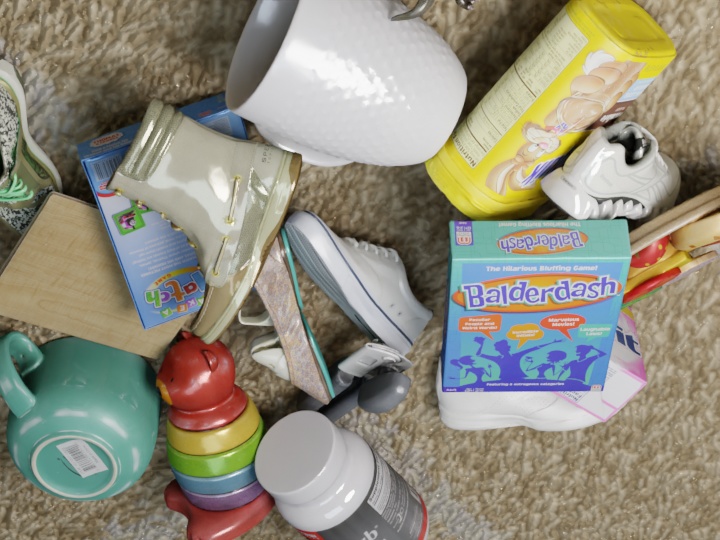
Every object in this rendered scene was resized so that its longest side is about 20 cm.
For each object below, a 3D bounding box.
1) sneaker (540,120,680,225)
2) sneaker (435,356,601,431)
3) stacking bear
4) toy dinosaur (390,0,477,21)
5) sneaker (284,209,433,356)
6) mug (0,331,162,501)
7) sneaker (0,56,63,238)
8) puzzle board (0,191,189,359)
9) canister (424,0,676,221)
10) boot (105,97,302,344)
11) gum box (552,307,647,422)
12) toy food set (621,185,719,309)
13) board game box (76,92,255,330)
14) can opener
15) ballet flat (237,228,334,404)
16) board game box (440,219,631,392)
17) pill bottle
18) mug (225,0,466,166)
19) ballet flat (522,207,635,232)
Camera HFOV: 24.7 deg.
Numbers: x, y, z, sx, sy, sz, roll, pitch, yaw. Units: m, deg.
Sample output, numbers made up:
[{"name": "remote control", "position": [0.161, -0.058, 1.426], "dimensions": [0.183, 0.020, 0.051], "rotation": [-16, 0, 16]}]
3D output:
[{"name": "sneaker", "position": [0.238, -0.090, 1.447], "dimensions": [0.075, 0.200, 0.081], "rotation": [41, 116, 22]}, {"name": "sneaker", "position": [0.174, 0.110, 1.665], "dimensions": [0.198, 0.075, 0.089], "rotation": [-6, 116, 7]}, {"name": "stacking bear", "position": [-0.155, 0.160, 1.683], "dimensions": [0.113, 0.121, 0.201], "rotation": [-20, 120, -18]}, {"name": "toy dinosaur", "position": [0.094, -0.282, 1.347], "dimensions": [0.199, 0.077, 0.102], "rotation": [-33, 119, 6]}, {"name": "sneaker", "position": [0.000, 0.000, 1.582], "dimensions": [0.071, 0.073, 0.200], "rotation": [-49, 129, -13]}, {"name": "mug", "position": [-0.298, 0.157, 1.675], "dimensions": [0.184, 0.115, 0.153], "rotation": [13, 127, -9]}, {"name": "sneaker", "position": [-0.329, -0.092, 1.498], "dimensions": [0.076, 0.089, 0.201], "rotation": [-8, 130, 9]}, {"name": "puzzle board", "position": [-0.245, 0.006, 1.590], "dimensions": [0.199, 0.017, 0.151], "rotation": [19, 122, -33]}, {"name": "canister", "position": [0.166, -0.141, 1.421], "dimensions": [0.087, 0.148, 0.200], "rotation": [50, 119, 16]}, {"name": "boot", "position": [-0.154, -0.043, 1.456], "dimensions": [0.154, 0.072, 0.201], "rotation": [22, 116, -8]}, {"name": "gum box", "position": [0.184, 0.051, 1.586], "dimensions": [0.199, 0.114, 0.066], "rotation": [30, 123, -20]}, {"name": "toy food set", "position": [0.291, -0.023, 1.502], "dimensions": [0.199, 0.198, 0.049], "rotation": [-30, 80, 13]}, {"name": "board game box", "position": [-0.162, -0.053, 1.534], "dimensions": [0.150, 0.037, 0.201], "rotation": [-20, 126, -7]}, {"name": "can opener", "position": [-0.011, 0.117, 1.631], "dimensions": [0.052, 0.067, 0.200], "rotation": [24, 155, -16]}, {"name": "ballet flat", "position": [-0.080, 0.049, 1.575], "dimensions": [0.067, 0.068, 0.201], "rotation": [-18, 117, -4]}, {"name": "board game box", "position": [0.149, 0.035, 1.442], "dimensions": [0.151, 0.045, 0.201], "rotation": [-1, 142, 0]}, {"name": "pill bottle", "position": [-0.020, 0.233, 1.706], "dimensions": [0.115, 0.116, 0.200], "rotation": [-24, 137, 18]}, {"name": "mug", "position": [-0.018, -0.156, 1.419], "dimensions": [0.174, 0.148, 0.200], "rotation": [23, 143, -20]}, {"name": "ballet flat", "position": [0.177, -0.031, 1.503], "dimensions": [0.199, 0.069, 0.070], "rotation": [-25, 135, -30]}]
